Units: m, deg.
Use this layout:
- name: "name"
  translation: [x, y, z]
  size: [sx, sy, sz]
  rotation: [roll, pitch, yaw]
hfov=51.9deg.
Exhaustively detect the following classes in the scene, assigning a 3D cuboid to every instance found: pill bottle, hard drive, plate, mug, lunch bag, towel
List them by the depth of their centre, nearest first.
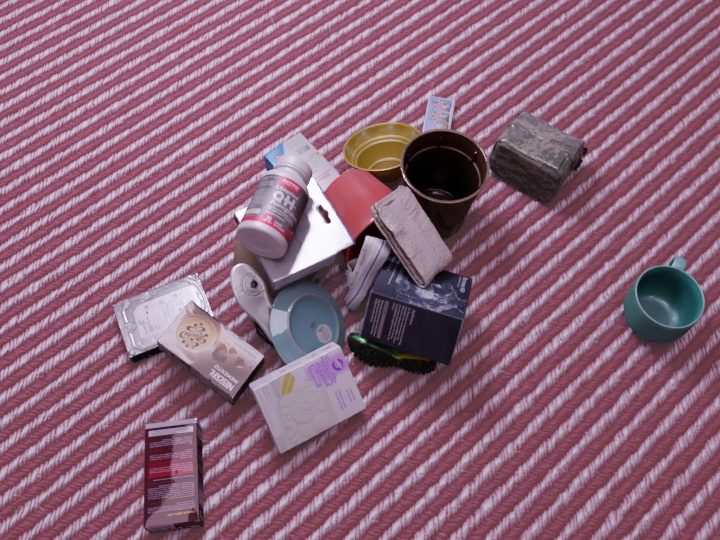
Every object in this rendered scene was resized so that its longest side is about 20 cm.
- name: "pill bottle"
  translation: [-0.170, -0.136, 1.523]
  size: [0.109, 0.111, 0.202]
  rotation: [17, 62, 7]
- name: "towel"
  translation: [0.111, -0.075, 1.550]
  size: [0.201, 0.034, 0.132]
  rotation: [55, 45, -3]
- name: "plate"
  translation: [-0.104, 0.119, 1.570]
  size: [0.198, 0.025, 0.203]
  rotation: [14, 68, -37]
- name: "hard drive"
  translation: [-0.429, 0.101, 1.629]
  size: [0.198, 0.038, 0.141]
  rotation: [-21, 64, -12]
- name: "mug"
  translation: [0.675, 0.075, 1.638]
  size: [0.183, 0.115, 0.153]
  rotation: [-25, 65, -15]
- name: "lunch bag"
  translation: [0.437, -0.290, 1.810]
  size: [0.199, 0.140, 0.168]
  rotation: [32, 66, 14]

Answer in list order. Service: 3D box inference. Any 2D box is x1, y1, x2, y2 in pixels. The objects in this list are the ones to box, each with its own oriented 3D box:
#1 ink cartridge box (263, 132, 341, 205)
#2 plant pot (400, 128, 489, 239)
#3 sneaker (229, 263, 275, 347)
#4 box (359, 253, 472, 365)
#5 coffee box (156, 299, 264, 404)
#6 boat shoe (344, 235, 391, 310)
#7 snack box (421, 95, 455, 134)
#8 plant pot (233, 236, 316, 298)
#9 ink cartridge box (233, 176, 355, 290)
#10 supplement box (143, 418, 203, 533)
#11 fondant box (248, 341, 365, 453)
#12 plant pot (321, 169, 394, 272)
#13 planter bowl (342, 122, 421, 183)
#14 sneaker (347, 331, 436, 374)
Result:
- name: "ink cartridge box"
  translation: [-0.129, -0.225, 1.796]
  size: [0.115, 0.068, 0.200]
  rotation: [-35, 68, -19]
- name: "plant pot"
  translation: [0.185, -0.186, 1.712]
  size: [0.197, 0.199, 0.203]
  rotation: [0, 62, -1]
- name: "sneaker"
  translation: [-0.223, 0.085, 1.595]
  size: [0.073, 0.112, 0.201]
  rotation: [-33, 88, -20]
- name: "box"
  translation: [0.122, 0.077, 1.568]
  size: [0.197, 0.119, 0.197]
  rotation: [17, 28, 6]
- name: "coffee box"
  translation: [-0.310, 0.173, 1.547]
  size: [0.199, 0.080, 0.113]
  rotation: [37, 69, 4]
- name: "boat shoe"
  translation: [0.000, 0.000, 1.611]
  size: [0.066, 0.201, 0.074]
  rotation: [26, 34, -6]
- name: "snack box"
  translation: [0.196, -0.363, 1.906]
  size: [0.071, 0.024, 0.202]
  rotation: [10, 62, 4]
- name: "plant pot"
  translation: [-0.193, -0.057, 1.667]
  size: [0.197, 0.135, 0.203]
  rotation: [1, 62, -2]
- name: "ink cartridge box"
  translation: [-0.141, -0.082, 1.582]
  size: [0.198, 0.041, 0.201]
  rotation: [-25, 65, -15]
- name: "supplement box"
  translation: [-0.366, 0.402, 1.456]
  size: [0.107, 0.061, 0.202]
  rotation: [-5, 61, -4]
- name: "fondant box"
  translation: [-0.108, 0.257, 1.507]
  size: [0.198, 0.058, 0.146]
  rotation: [-26, 100, -16]
- name: "plant pot"
  translation: [0.011, -0.121, 1.686]
  size: [0.199, 0.201, 0.178]
  rotation: [-26, 57, -15]
- name: "planter bowl"
  translation: [0.060, -0.272, 1.804]
  size: [0.197, 0.084, 0.202]
  rotation: [-7, 43, 6]
- name: "sneaker"
  translation: [0.068, 0.164, 1.600]
  size: [0.197, 0.078, 0.086]
  rotation: [13, 55, -5]
